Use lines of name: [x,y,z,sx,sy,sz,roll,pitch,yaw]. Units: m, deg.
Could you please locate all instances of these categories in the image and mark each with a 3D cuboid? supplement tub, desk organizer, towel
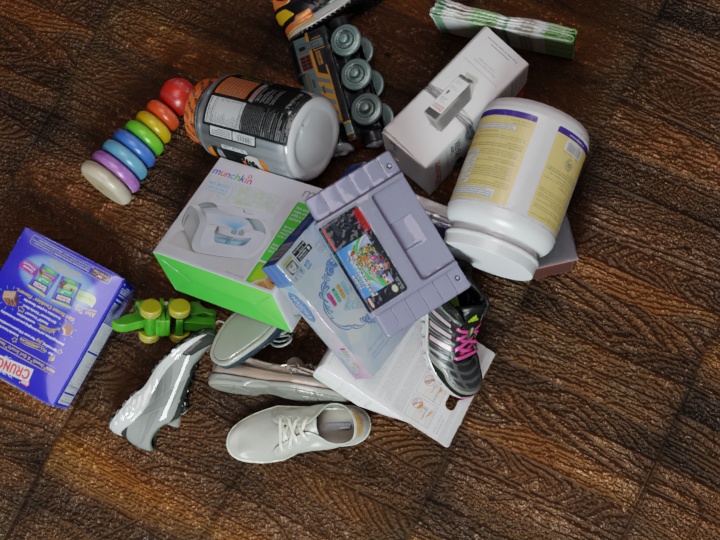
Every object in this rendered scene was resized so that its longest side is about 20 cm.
supplement tub: [0.195,-0.103,1.562,0.145,0.145,0.201,20,81,10]
desk organizer: [0.235,-0.094,1.670,0.071,0.077,0.201,-13,76,4]
towel: [0.199,-0.334,1.692,0.199,0.149,0.031,13,94,8]
supplement tub: [-0.139,-0.201,1.695,0.199,0.122,0.123,19,79,33]

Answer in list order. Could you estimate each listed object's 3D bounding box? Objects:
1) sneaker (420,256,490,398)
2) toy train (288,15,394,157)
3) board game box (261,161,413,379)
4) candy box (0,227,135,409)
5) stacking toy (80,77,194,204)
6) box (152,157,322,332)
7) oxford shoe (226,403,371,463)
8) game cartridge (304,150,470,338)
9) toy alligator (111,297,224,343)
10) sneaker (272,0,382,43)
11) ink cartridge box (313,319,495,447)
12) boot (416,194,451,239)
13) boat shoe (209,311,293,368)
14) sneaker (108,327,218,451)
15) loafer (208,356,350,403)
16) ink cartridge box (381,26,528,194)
sneaker: [0.127,0.070,1.590,0.074,0.087,0.201,-17,97,-37]
toy train: [-0.027,-0.258,1.740,0.114,0.085,0.201,-19,79,16]
board game box: [0.000,0.000,1.587,0.199,0.043,0.200,50,59,-18]
candy box: [-0.438,0.068,1.712,0.169,0.077,0.201,27,81,10]
stacking toy: [-0.309,-0.195,1.761,0.085,0.085,0.200,33,77,12]
box: [-0.140,-0.037,1.648,0.199,0.097,0.177,19,62,27]
oxford shoe: [-0.086,0.215,1.649,0.199,0.058,0.076,-8,80,7]
game cartridge: [0.032,-0.031,1.524,0.129,0.038,0.200,-32,90,-13]
toy alligator: [-0.244,0.062,1.706,0.199,0.059,0.054,0,43,-11]
sneaker: [-0.035,-0.409,1.776,0.200,0.070,0.090,-32,78,0]
ink cartridge box: [0.060,0.124,1.644,0.200,0.050,0.161,34,63,-6]
boot: [0.098,-0.048,1.689,0.199,0.073,0.091,23,95,13]
boat shoe: [-0.122,0.064,1.667,0.075,0.062,0.200,25,64,31]
sneaker: [-0.254,0.159,1.672,0.079,0.074,0.200,39,99,0]
loafer: [-0.107,0.139,1.665,0.199,0.072,0.063,5,71,11]
ink cartridge box: [0.131,-0.213,1.674,0.083,0.147,0.200,44,86,11]
